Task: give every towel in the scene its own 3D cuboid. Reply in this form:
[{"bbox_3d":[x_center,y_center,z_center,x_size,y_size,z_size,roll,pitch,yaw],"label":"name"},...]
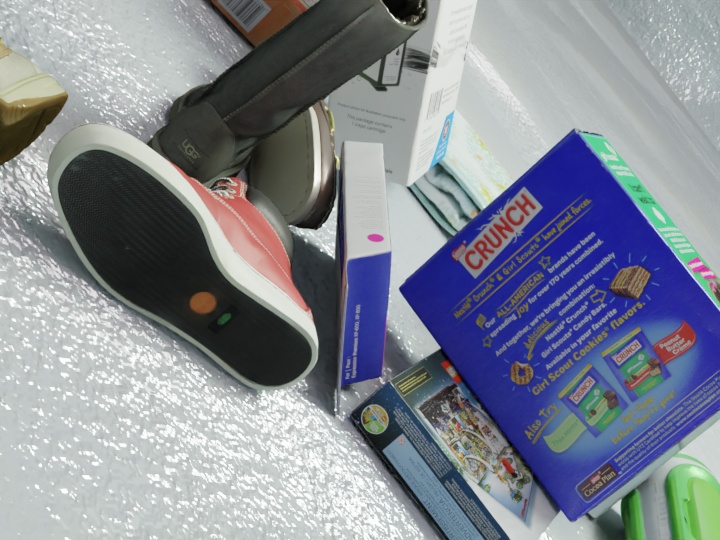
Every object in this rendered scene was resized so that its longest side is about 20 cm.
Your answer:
[{"bbox_3d":[0.077,-0.111,1.421,0.201,0.048,0.171,53,21,10],"label":"towel"}]

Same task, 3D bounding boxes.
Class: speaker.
[{"bbox_3d":[0.235,0.215,1.114,0.088,0.088,0.200,44,21,-11],"label":"speaker"}]

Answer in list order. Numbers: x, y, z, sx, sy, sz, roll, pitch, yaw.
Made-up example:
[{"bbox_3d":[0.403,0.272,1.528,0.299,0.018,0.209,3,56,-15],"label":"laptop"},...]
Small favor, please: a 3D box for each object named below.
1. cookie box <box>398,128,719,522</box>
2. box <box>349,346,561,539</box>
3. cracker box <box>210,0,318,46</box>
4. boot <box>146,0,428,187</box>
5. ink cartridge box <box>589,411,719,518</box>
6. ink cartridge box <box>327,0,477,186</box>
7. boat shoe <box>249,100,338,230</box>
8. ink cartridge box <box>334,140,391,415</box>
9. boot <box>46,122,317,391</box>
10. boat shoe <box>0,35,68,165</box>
[{"bbox_3d":[0.154,0.035,1.030,0.201,0.171,0.075,53,18,13],"label":"cookie box"},{"bbox_3d":[0.080,0.119,1.029,0.137,0.038,0.200,51,20,7],"label":"box"},{"bbox_3d":[-0.056,-0.238,1.357,0.134,0.058,0.200,45,21,-13],"label":"cracker box"},{"bbox_3d":[-0.043,-0.135,0.993,0.073,0.200,0.182,43,21,-13],"label":"boot"},{"bbox_3d":[0.171,0.062,1.143,0.200,0.160,0.047,46,19,-5],"label":"ink cartridge box"},{"bbox_3d":[0.037,-0.186,1.238,0.083,0.203,0.146,14,16,12],"label":"ink cartridge box"},{"bbox_3d":[-0.046,-0.091,1.102,0.059,0.072,0.201,31,21,-33],"label":"boat shoe"},{"bbox_3d":[0.000,0.000,1.004,0.037,0.096,0.201,4,30,-1],"label":"ink cartridge box"},{"bbox_3d":[-0.105,-0.035,0.885,0.200,0.072,0.145,45,18,-33],"label":"boot"},{"bbox_3d":[-0.212,-0.084,0.754,0.066,0.074,0.200,44,10,0],"label":"boat shoe"}]
